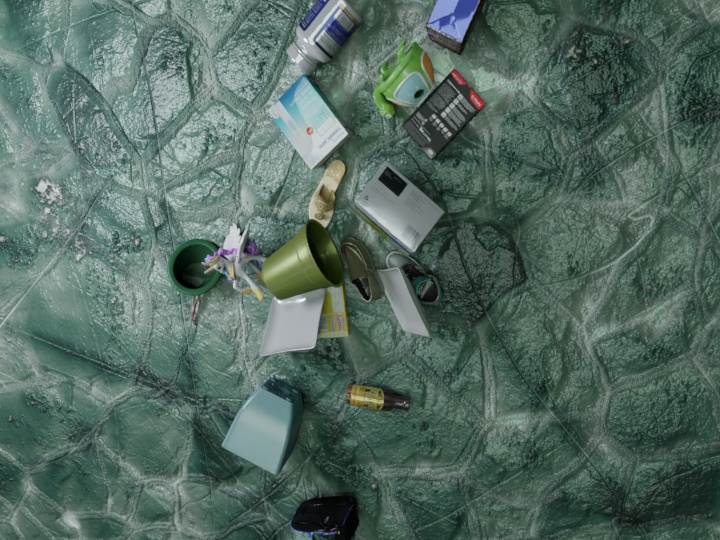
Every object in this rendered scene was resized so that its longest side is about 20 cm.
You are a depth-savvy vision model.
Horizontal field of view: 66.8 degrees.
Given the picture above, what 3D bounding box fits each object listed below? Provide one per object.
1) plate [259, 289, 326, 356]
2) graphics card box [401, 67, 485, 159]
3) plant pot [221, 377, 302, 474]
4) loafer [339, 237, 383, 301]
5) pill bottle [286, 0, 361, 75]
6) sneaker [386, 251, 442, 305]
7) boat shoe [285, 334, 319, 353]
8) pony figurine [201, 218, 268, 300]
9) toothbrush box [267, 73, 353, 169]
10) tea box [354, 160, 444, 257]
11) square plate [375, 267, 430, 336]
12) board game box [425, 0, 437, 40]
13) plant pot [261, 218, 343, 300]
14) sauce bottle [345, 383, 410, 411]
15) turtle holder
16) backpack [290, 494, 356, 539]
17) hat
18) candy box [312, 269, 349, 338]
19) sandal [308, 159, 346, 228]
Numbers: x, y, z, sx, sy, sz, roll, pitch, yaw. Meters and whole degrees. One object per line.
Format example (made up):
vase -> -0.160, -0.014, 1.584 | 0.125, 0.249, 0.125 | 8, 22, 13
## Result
plate -> -0.191, 0.153, 1.591 | 0.194, 0.205, 0.032 | -12, 141, 25
graphics card box -> 0.218, -0.410, 1.446 | 0.126, 0.051, 0.200 | 45, 106, -1
plant pot -> -0.275, 0.454, 1.672 | 0.191, 0.196, 0.206 | 24, 98, 5
loafer -> 0.000, 0.000, 1.563 | 0.074, 0.069, 0.204 | -27, 97, 35
pill bottle -> -0.100, -0.622, 1.430 | 0.120, 0.120, 0.200 | 45, 107, -1
sneaker -> 0.151, 0.025, 1.512 | 0.198, 0.121, 0.084 | 39, 94, 0
boat shoe -> -0.202, 0.197, 1.656 | 0.197, 0.086, 0.077 | -7, 110, 39
pony figurine -> -0.344, -0.036, 1.590 | 0.198, 0.198, 0.165 | 34, 154, -25
toothbrush box -> -0.136, -0.406, 1.504 | 0.145, 0.085, 0.202 | -37, 94, 16
tea box -> 0.095, -0.155, 1.440 | 0.199, 0.197, 0.135 | 40, 88, 1
square plate -> 0.120, 0.081, 1.516 | 0.028, 0.199, 0.203 | -27, 96, -15
board game box -> 0.236, -0.630, 1.316 | 0.095, 0.200, 0.163 | 26, 107, 3
plant pot -> -0.173, -0.010, 1.544 | 0.186, 0.200, 0.205 | -25, 97, 20
sauce bottle -> 0.053, 0.386, 1.648 | 0.192, 0.066, 0.069 | 5, 103, 10
turtle holder -> 0.110, -0.482, 1.409 | 0.130, 0.141, 0.187 | 37, 98, -16
backpack -> -0.114, 0.814, 1.716 | 0.193, 0.183, 0.152 | -7, 100, 18
hat -> -0.516, 0.024, 1.712 | 0.164, 0.176, 0.201 | 39, 69, 3
candy box -> -0.092, 0.099, 1.634 | 0.098, 0.026, 0.208 | -4, 101, 12
sandal -> -0.103, -0.210, 1.546 | 0.076, 0.070, 0.217 | 25, 106, 5
